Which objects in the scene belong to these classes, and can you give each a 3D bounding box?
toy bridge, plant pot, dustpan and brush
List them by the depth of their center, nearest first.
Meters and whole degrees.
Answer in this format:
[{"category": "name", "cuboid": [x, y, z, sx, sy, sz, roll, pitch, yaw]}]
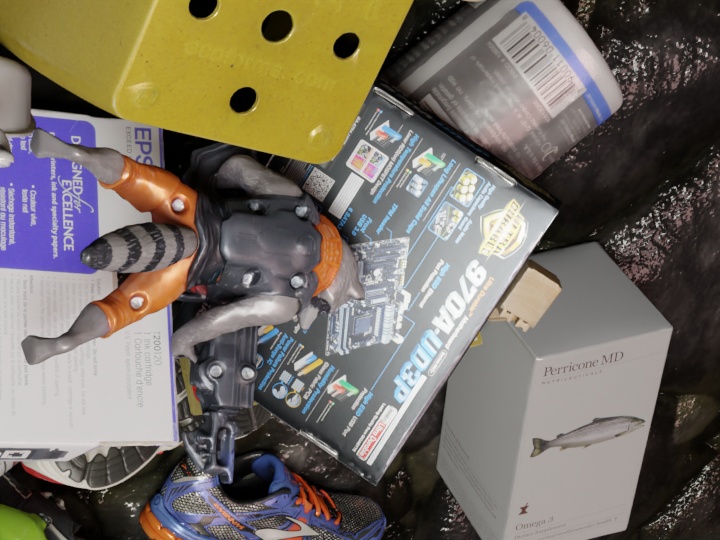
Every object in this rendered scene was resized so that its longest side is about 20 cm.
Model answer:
[{"category": "dustpan and brush", "cuboid": [-0.211, -0.085, 0.822, 0.138, 0.199, 0.058, 8, 92, -33]}, {"category": "plant pot", "cuboid": [-0.074, -0.167, 0.853, 0.198, 0.177, 0.201, 11, 119, -34]}, {"category": "toy bridge", "cuboid": [0.090, -0.008, 1.061, 0.027, 0.200, 0.068, 30, 108, -13]}]

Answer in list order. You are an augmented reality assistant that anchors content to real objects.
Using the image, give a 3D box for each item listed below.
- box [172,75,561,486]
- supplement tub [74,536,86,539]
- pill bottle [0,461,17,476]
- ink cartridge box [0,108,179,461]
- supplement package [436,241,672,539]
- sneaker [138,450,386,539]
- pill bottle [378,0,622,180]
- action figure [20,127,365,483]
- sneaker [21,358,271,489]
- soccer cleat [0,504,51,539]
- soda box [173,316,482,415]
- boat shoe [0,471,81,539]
[{"category": "box", "cuboid": [0.000, 0.000, 0.963, 0.158, 0.046, 0.201, 33, 102, 4]}, {"category": "supplement tub", "cuboid": [-0.208, 0.304, 1.162, 0.144, 0.145, 0.201, -23, 132, -11]}, {"category": "pill bottle", "cuboid": [-0.256, 0.085, 0.952, 0.200, 0.112, 0.113, -39, 137, -25]}, {"category": "ink cartridge box", "cuboid": [-0.204, 0.005, 0.907, 0.198, 0.200, 0.043, 3, 161, -24]}, {"category": "supplement package", "cuboid": [0.139, 0.098, 1.214, 0.116, 0.118, 0.202, -11, 128, -20]}, {"category": "sneaker", "cuboid": [-0.060, 0.175, 1.196, 0.198, 0.075, 0.079, 9, 116, -35]}, {"category": "pill bottle", "cuboid": [0.056, -0.087, 1.029, 0.199, 0.114, 0.114, -39, 133, 4]}, {"category": "action figure", "cuboid": [-0.081, 0.015, 0.872, 0.192, 0.104, 0.202, -1, 85, -34]}, {"category": "sneaker", "cuboid": [-0.142, 0.089, 1.092, 0.199, 0.085, 0.078, -17, 93, -40]}, {"category": "soccer cleat", "cuboid": [-0.273, 0.167, 1.000, 0.081, 0.198, 0.068, -23, 111, -49]}, {"category": "soda box", "cuboid": [-0.020, 0.040, 1.084, 0.198, 0.064, 0.068, -13, 89, -31]}, {"category": "boat shoe", "cuboid": [-0.206, 0.183, 1.057, 0.060, 0.201, 0.076, -29, 172, -26]}]
